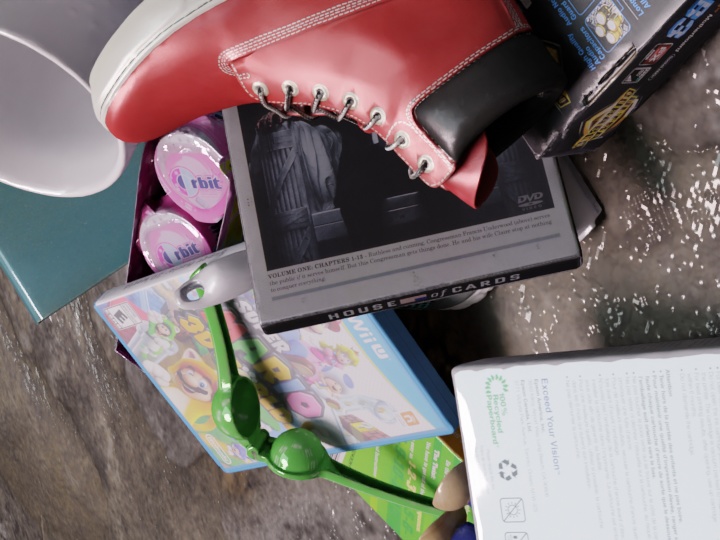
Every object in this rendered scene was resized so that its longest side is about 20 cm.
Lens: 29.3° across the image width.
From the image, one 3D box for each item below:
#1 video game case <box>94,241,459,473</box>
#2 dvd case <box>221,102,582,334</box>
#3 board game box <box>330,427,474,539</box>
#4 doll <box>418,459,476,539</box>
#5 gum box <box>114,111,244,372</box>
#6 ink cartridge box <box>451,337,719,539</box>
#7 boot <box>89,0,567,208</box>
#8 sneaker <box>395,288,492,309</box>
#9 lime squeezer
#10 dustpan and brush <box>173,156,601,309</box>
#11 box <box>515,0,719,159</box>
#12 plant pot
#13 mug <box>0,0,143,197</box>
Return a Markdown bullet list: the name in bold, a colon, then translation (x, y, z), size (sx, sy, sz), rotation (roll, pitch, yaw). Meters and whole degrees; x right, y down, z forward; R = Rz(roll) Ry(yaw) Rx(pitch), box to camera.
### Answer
- **video game case**: translation (-0.053, 0.050, 0.798), size (0.200, 0.018, 0.143), rotation (-17, 115, 43)
- **dvd case**: translation (0.009, -0.080, 0.656), size (0.025, 0.150, 0.200), rotation (70, -172, -71)
- **board game box**: translation (0.043, 0.127, 0.813), size (0.200, 0.030, 0.096), rotation (45, 139, 26)
- **doll**: translation (0.119, 0.184, 0.707), size (0.200, 0.048, 0.136), rotation (36, 127, 26)
- **gum box**: translation (-0.084, -0.029, 0.866), size (0.066, 0.113, 0.200), rotation (32, 133, 17)
- **ink cartridge box**: translation (0.148, 0.131, 0.624), size (0.200, 0.041, 0.200), rotation (-6, 94, 34)
- **boot**: translation (-0.018, -0.072, 0.598), size (0.200, 0.072, 0.144), rotation (-28, 80, 20)
- **sneaker**: translation (0.000, 0.000, 0.786), size (0.200, 0.091, 0.078), rotation (-21, 87, 58)
- **lime squeezer**: translation (-0.039, 0.085, 0.789), size (0.071, 0.038, 0.200), rotation (-43, 98, 16)
- **dustpan and brush**: translation (-0.001, -0.032, 0.688), size (0.140, 0.200, 0.057), rotation (60, 161, 19)
- **box**: translation (0.092, -0.184, 0.576), size (0.200, 0.050, 0.199), rotation (59, 136, 20)
- **plant pot**: translation (-0.222, -0.085, 0.959), size (0.200, 0.141, 0.141), rotation (57, 167, -6)
- **mug**: translation (-0.196, -0.167, 0.809), size (0.200, 0.175, 0.148), rotation (26, 147, -9)
